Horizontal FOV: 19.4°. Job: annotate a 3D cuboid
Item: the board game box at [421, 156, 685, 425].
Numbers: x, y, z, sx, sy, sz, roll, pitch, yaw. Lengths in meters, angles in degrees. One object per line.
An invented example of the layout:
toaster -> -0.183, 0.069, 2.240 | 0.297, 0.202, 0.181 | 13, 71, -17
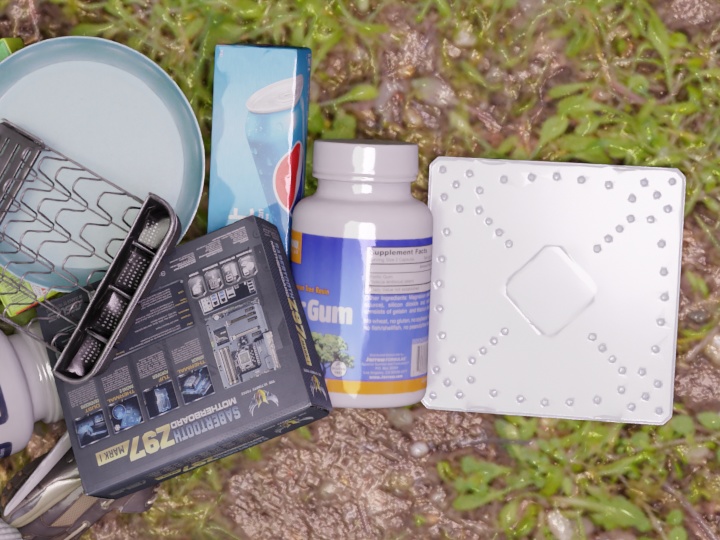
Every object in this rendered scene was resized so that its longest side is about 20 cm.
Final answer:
board game box -> 0.150, 0.014, 1.659 | 0.199, 0.026, 0.201 | 3, 97, 8

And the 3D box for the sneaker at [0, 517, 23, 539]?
sneaker -> -0.315, 0.265, 1.749 | 0.200, 0.073, 0.114 | 37, 120, -2

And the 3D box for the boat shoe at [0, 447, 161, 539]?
boat shoe -> -0.197, 0.159, 1.717 | 0.200, 0.075, 0.073 | -32, 116, 7

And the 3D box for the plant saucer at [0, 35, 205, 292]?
plant saucer -> -0.221, -0.083, 1.662 | 0.199, 0.027, 0.201 | 0, 91, 0

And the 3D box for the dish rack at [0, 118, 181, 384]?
dish rack -> -0.243, -0.021, 1.604 | 0.200, 0.055, 0.154 | 30, 90, 17

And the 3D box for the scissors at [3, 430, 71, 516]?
scissors -> -0.214, 0.118, 1.695 | 0.014, 0.073, 0.200 | 32, 91, 25

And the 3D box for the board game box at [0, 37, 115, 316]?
board game box -> -0.279, -0.076, 1.706 | 0.101, 0.048, 0.201 | -26, 92, 10

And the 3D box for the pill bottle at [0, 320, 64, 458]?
pill bottle -> -0.327, 0.105, 1.669 | 0.199, 0.111, 0.111 | -18, 94, -23

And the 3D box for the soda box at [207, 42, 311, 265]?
soda box -> -0.080, -0.078, 1.666 | 0.067, 0.064, 0.201 | 4, 97, 9

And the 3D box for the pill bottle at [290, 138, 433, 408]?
pill bottle -> 0.000, 0.000, 1.637 | 0.112, 0.112, 0.201 | 2, 97, 9

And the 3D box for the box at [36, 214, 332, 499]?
box -> -0.136, 0.068, 1.609 | 0.199, 0.051, 0.158 | -23, 72, 16
